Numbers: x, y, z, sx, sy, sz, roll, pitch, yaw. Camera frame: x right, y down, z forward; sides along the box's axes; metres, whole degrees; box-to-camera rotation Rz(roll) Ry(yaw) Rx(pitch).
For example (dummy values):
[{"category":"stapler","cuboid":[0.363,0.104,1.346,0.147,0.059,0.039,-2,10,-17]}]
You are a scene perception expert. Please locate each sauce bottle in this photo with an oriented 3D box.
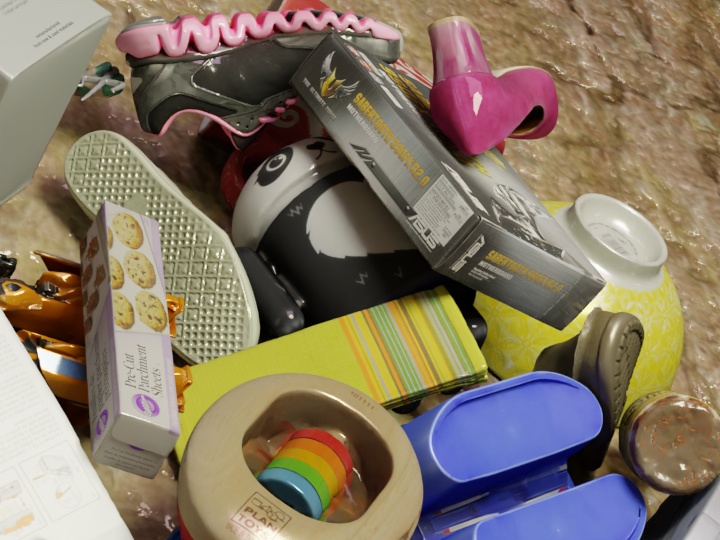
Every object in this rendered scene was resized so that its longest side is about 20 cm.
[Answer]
[{"category":"sauce bottle","cuboid":[0.201,0.112,1.492,0.066,0.066,0.200,32,-2,1]}]

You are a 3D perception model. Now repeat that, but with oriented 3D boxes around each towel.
[{"category":"towel","cuboid":[-0.026,0.068,1.397,0.198,0.018,0.086,-18,42,-7]}]

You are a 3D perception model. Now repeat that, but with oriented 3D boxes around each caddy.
[{"category":"caddy","cuboid":[0.081,0.148,1.401,0.199,0.105,0.142,-12,73,-44]}]

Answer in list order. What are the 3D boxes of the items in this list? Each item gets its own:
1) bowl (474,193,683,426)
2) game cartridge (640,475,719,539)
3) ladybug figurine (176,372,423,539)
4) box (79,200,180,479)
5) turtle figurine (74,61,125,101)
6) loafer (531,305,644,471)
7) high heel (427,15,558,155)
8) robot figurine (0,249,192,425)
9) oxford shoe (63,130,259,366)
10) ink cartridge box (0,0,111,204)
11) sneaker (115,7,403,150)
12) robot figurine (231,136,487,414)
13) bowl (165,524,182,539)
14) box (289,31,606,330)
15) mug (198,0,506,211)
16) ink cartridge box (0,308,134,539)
[{"category":"bowl","cuboid":[0.167,0.009,1.674,0.199,0.108,0.201,23,32,-15]},{"category":"game cartridge","cuboid":[0.209,0.175,1.445,0.040,0.134,0.200,38,31,5]},{"category":"ladybug figurine","cuboid":[-0.040,0.131,1.265,0.135,0.072,0.200,36,30,8]},{"category":"box","cuboid":[-0.136,0.036,1.309,0.041,0.039,0.201,20,32,-22]},{"category":"turtle figurine","cuboid":[-0.240,-0.176,1.572,0.150,0.100,0.200,58,6,-24]},{"category":"loafer","cuboid":[0.145,0.080,1.509,0.067,0.200,0.076,18,65,8]},{"category":"high heel","cuboid":[0.097,-0.097,1.532,0.200,0.067,0.097,41,37,-67]},{"category":"robot figurine","cuboid":[-0.202,0.031,1.352,0.199,0.058,0.145,19,32,-23]},{"category":"oxford shoe","cuboid":[-0.125,-0.011,1.484,0.200,0.075,0.058,51,-1,26]},{"category":"ink cartridge box","cuboid":[-0.294,-0.143,1.435,0.199,0.146,0.145,34,31,5]},{"category":"sneaker","cuboid":[-0.068,-0.133,1.559,0.198,0.096,0.079,-4,7,-3]},{"category":"robot figurine","cuboid":[-0.001,-0.001,1.514,0.200,0.125,0.150,50,11,27]},{"category":"bowl","cuboid":[-0.034,0.218,1.255,0.199,0.040,0.201,24,31,-15]},{"category":"box","cuboid":[0.058,-0.059,1.499,0.158,0.048,0.200,24,24,-49]},{"category":"mug","cuboid":[-0.013,-0.089,1.670,0.199,0.178,0.133,31,-8,-10]},{"category":"ink cartridge box","cuboid":[-0.236,0.104,1.211,0.159,0.047,0.201,-25,79,-38]}]
